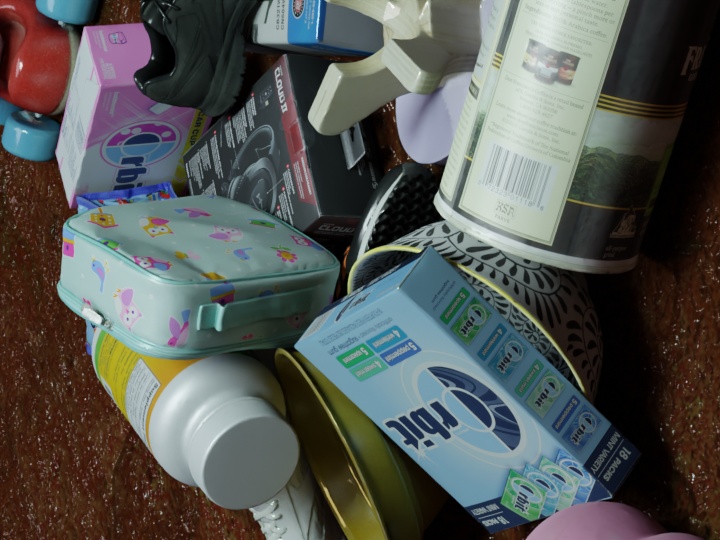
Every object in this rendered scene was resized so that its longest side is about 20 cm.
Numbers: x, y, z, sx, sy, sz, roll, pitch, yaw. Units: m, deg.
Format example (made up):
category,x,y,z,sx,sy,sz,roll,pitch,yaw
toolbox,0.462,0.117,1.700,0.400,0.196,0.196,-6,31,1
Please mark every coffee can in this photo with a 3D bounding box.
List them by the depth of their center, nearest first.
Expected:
category,x,y,z,sx,sy,sz,roll,pitch,yaw
coffee can,0.144,-0.118,1.407,0.146,0.146,0.201,39,119,50

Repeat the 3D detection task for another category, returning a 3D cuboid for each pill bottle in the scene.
category,x,y,z,sx,sy,sz,roll,pitch,yaw
pill bottle,-0.125,0.098,1.657,0.200,0.110,0.112,45,123,51

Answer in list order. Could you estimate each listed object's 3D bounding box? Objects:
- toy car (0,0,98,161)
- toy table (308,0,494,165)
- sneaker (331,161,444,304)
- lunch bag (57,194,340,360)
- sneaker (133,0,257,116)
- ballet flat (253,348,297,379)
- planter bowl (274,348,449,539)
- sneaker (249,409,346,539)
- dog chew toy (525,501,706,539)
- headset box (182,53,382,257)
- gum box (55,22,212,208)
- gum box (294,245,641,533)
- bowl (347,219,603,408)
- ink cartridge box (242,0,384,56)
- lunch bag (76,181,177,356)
category,x,y,z,sx,sy,sz,roll,pitch,yaw
toy car,-0.392,-0.229,2.148,0.177,0.199,0.185,43,121,48
toy table,0.043,-0.175,1.586,0.184,0.116,0.201,37,116,50
sneaker,0.000,0.000,1.671,0.090,0.070,0.201,36,118,47
lunch bag,-0.123,0.008,1.617,0.160,0.199,0.078,32,118,39
sneaker,-0.130,-0.223,1.716,0.076,0.090,0.201,29,112,54
ballet flat,-0.085,0.108,1.771,0.064,0.075,0.201,-79,-1,-60
planter bowl,0.015,0.132,1.595,0.201,0.083,0.201,59,167,22
sneaker,-0.063,0.197,1.720,0.075,0.099,0.202,-14,77,52
dog chew toy,0.188,0.217,1.344,0.199,0.124,0.126,9,95,47
headset box,-0.059,-0.073,1.758,0.200,0.077,0.150,-39,57,46
gum box,-0.199,-0.135,1.894,0.200,0.113,0.066,116,142,-55
gum box,0.069,0.087,1.450,0.045,0.200,0.170,-51,10,-28
bowl,0.098,0.029,1.478,0.200,0.094,0.201,30,150,19
ink cartridge box,-0.051,-0.253,1.756,0.199,0.084,0.147,8,94,55
lunch bag,-0.170,0.025,1.852,0.200,0.093,0.152,-147,51,-59
